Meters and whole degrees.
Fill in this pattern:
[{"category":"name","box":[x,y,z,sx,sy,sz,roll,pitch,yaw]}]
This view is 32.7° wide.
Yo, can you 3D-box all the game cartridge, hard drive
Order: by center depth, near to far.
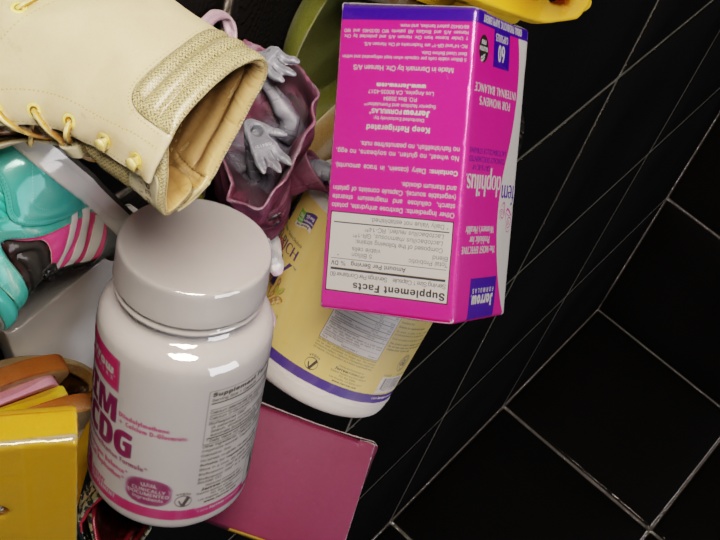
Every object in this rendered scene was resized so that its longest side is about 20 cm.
[{"category":"game cartridge","box":[-0.280,0.143,0.777,0.198,0.033,0.177,0,144,-14]},{"category":"hard drive","box":[-0.214,0.047,0.950,0.132,0.027,0.200,-43,163,-25]}]

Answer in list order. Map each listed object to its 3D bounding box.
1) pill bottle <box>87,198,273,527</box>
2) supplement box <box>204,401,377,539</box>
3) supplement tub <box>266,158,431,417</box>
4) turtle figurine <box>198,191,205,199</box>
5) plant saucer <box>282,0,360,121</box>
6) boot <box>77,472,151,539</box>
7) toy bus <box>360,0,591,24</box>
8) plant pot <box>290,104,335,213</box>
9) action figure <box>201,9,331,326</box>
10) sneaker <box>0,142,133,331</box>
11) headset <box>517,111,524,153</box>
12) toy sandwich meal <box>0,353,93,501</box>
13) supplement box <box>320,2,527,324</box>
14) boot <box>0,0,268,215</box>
[{"category":"pill bottle","box":[-0.117,0.061,0.797,0.113,0.113,0.201,-34,147,-44]},{"category":"supplement box","box":[-0.086,0.171,1.030,0.104,0.130,0.200,-71,-166,-13]},{"category":"supplement tub","box":[0.000,0.000,0.991,0.201,0.145,0.145,-61,162,16]},{"category":"turtle figurine","box":[-0.127,-0.007,0.952,0.161,0.064,0.202,-5,95,-77]},{"category":"plant saucer","box":[0.000,-0.203,0.974,0.200,0.031,0.200,-45,164,-17]},{"category":"boot","box":[-0.209,0.179,1.033,0.204,0.073,0.154,-50,-162,37]},{"category":"toy bus","box":[0.104,-0.227,0.836,0.199,0.191,0.137,3,106,-50]},{"category":"plant pot","box":[-0.019,-0.102,1.075,0.200,0.028,0.200,-43,175,-5]},{"category":"action figure","box":[-0.081,-0.056,0.863,0.134,0.148,0.200,-50,169,-24]},{"category":"sneaker","box":[-0.203,-0.014,0.744,0.121,0.084,0.200,-48,164,-6]},{"category":"headset","box":[0.062,-0.140,0.970,0.094,0.123,0.201,121,-22,-50]},{"category":"toy sandwich meal","box":[-0.258,0.136,0.883,0.204,0.070,0.206,-31,154,-17]},{"category":"supplement box","box":[0.043,-0.071,0.827,0.101,0.103,0.202,-6,102,-64]},{"category":"boot","box":[-0.157,-0.070,0.611,0.200,0.155,0.073,-49,164,-6]}]
